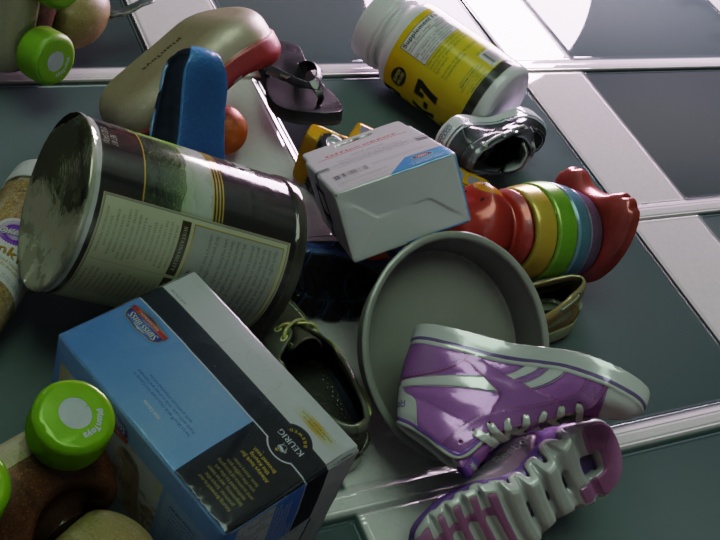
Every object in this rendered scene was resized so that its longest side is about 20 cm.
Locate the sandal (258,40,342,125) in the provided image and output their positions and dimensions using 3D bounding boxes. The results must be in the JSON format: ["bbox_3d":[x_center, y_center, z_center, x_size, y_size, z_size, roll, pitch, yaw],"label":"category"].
[{"bbox_3d":[-0.077,-0.219,1.229,0.075,0.043,0.201,-8,38,-22],"label":"sandal"}]

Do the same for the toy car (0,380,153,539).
[{"bbox_3d":[-0.191,0.206,0.707,0.200,0.165,0.157,48,47,9],"label":"toy car"}]

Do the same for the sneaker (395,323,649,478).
[{"bbox_3d":[0.126,0.120,0.877,0.198,0.073,0.115,9,66,16],"label":"sneaker"}]

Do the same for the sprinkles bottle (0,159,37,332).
[{"bbox_3d":[-0.306,-0.011,0.933,0.068,0.069,0.201,19,43,-4],"label":"sprinkles bottle"}]

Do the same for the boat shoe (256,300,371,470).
[{"bbox_3d":[-0.049,0.079,0.953,0.071,0.061,0.202,-11,52,-31],"label":"boat shoe"}]

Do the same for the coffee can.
[{"bbox_3d":[-0.165,-0.033,0.915,0.198,0.147,0.147,15,39,-35],"label":"coffee can"}]

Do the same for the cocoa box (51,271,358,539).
[{"bbox_3d":[-0.126,0.129,0.816,0.131,0.134,0.200,-27,61,-39],"label":"cocoa box"}]

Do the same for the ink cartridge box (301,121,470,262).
[{"bbox_3d":[0.018,-0.081,1.034,0.115,0.067,0.200,-20,19,-6],"label":"ink cartridge box"}]

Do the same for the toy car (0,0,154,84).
[{"bbox_3d":[-0.319,-0.300,1.163,0.163,0.159,0.199,30,30,24],"label":"toy car"}]

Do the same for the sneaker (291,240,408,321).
[{"bbox_3d":[0.000,0.000,1.059,0.198,0.076,0.079,7,31,-25],"label":"sneaker"}]

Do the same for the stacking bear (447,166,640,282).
[{"bbox_3d":[0.165,-0.043,1.107,0.198,0.115,0.121,1,25,-35],"label":"stacking bear"}]

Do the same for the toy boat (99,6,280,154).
[{"bbox_3d":[-0.162,-0.178,1.131,0.200,0.131,0.130,-43,33,-13],"label":"toy boat"}]

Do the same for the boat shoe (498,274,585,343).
[{"bbox_3d":[0.142,0.043,1.058,0.199,0.077,0.072,-21,58,-37],"label":"boat shoe"}]

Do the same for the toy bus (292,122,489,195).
[{"bbox_3d":[0.032,-0.097,1.163,0.198,0.065,0.079,25,42,3],"label":"toy bus"}]

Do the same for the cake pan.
[{"bbox_3d":[0.080,0.067,0.963,0.198,0.037,0.203,3,83,-29],"label":"cake pan"}]

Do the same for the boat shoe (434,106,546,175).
[{"bbox_3d":[0.165,-0.140,1.234,0.068,0.072,0.199,40,27,28],"label":"boat shoe"}]

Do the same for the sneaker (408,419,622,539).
[{"bbox_3d":[0.121,0.186,0.911,0.199,0.081,0.088,-27,17,-20],"label":"sneaker"}]

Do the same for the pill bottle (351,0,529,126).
[{"bbox_3d":[0.093,-0.245,1.303,0.199,0.115,0.114,39,45,18],"label":"pill bottle"}]

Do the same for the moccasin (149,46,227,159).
[{"bbox_3d":[-0.166,-0.107,1.030,0.080,0.202,0.068,12,1,-40],"label":"moccasin"}]
